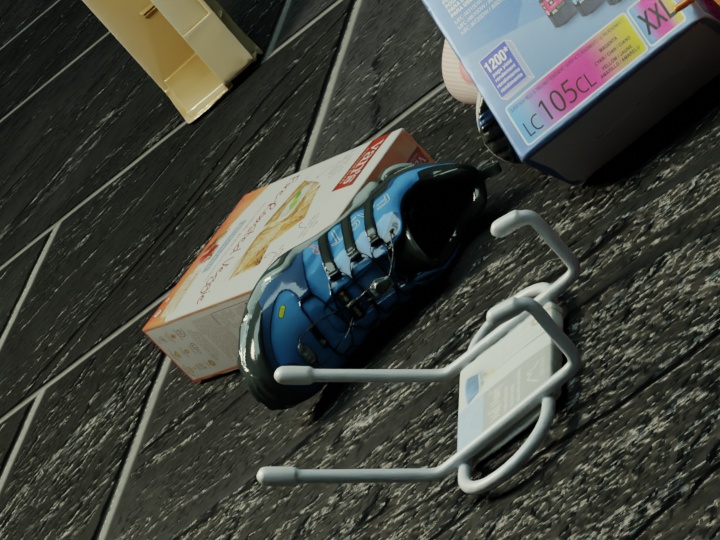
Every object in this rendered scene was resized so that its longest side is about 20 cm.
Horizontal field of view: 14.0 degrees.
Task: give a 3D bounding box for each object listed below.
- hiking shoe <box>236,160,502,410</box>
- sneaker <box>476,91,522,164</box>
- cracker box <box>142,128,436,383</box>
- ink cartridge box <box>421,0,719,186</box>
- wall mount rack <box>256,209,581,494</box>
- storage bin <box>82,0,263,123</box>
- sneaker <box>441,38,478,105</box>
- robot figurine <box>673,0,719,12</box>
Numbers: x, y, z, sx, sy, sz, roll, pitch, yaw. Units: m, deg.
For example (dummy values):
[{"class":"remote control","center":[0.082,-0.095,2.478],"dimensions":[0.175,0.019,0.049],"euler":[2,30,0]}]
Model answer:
[{"class":"hiking shoe","center":[0.000,0.000,1.759],"dimensions":[0.200,0.074,0.087],"euler":[-53,18,-28]},{"class":"sneaker","center":[0.114,-0.161,1.808],"dimensions":[0.077,0.076,0.200],"euler":[135,157,-85]},{"class":"cracker box","center":[-0.042,-0.008,1.910],"dimensions":[0.200,0.058,0.134],"euler":[-19,29,54]},{"class":"ink cartridge box","center":[0.112,-0.169,1.710],"dimensions":[0.136,0.076,0.200],"euler":[-39,61,16]},{"class":"wall mount rack","center":[0.037,0.055,1.533],"dimensions":[0.174,0.075,0.200],"euler":[-38,16,18]},{"class":"storage bin","center":[-0.193,-0.245,2.612],"dimensions":[0.094,0.200,0.199],"euler":[-41,16,1]},{"class":"sneaker","center":[0.123,-0.184,1.923],"dimensions":[0.200,0.075,0.105],"euler":[-55,24,-21]},{"class":"robot figurine","center":[0.254,-0.209,1.606],"dimensions":[0.200,0.144,0.117],"euler":[-48,-20,-15]}]
